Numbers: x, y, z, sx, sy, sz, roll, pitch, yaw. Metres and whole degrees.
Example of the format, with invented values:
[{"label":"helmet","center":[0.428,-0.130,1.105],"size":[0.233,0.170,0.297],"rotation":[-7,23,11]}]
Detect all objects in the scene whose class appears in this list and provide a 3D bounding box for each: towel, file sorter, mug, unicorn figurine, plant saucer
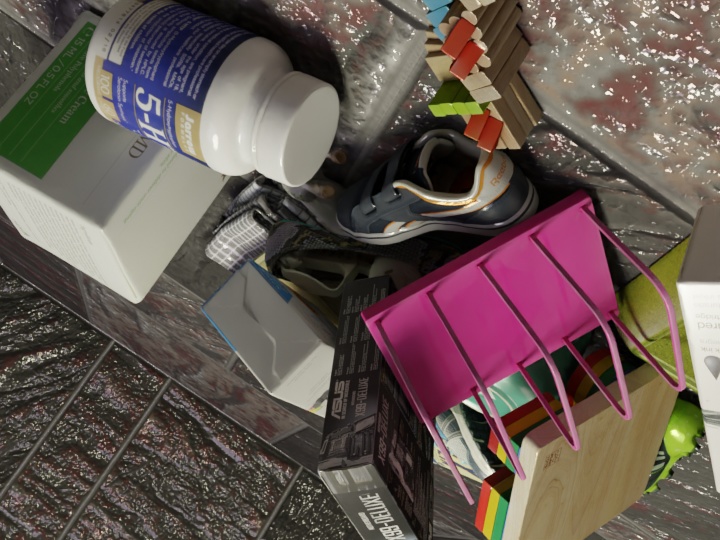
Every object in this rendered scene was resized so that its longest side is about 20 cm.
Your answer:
[{"label":"towel","center":[-0.082,-0.013,1.005],"size":[0.200,0.086,0.165],"rotation":[39,157,-15]},{"label":"file sorter","center":[0.130,0.066,0.643],"size":[0.140,0.199,0.126],"rotation":[62,180,-40]},{"label":"mug","center":[0.137,0.083,0.856],"size":[0.151,0.115,0.185],"rotation":[35,159,-5]},{"label":"unicorn figurine","center":[-0.024,-0.058,0.863],"size":[0.201,0.074,0.137],"rotation":[58,153,-15]},{"label":"plant saucer","center":[0.311,0.064,0.660],"size":[0.199,0.048,0.200],"rotation":[32,159,4]}]

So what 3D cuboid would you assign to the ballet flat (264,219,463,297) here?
[{"label":"ballet flat","center":[0.000,0.000,0.802],"size":[0.198,0.073,0.072],"rotation":[8,153,11]}]

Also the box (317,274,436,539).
[{"label":"box","center":[0.023,0.131,0.735],"size":[0.049,0.201,0.158],"rotation":[-11,133,18]}]

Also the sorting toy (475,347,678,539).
[{"label":"sorting toy","center":[0.201,0.175,0.794],"size":[0.070,0.197,0.202],"rotation":[40,141,41]}]

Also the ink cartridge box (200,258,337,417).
[{"label":"ink cartridge box","center":[-0.054,0.077,0.805],"size":[0.115,0.068,0.200],"rotation":[46,-179,27]}]

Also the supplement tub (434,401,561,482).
[{"label":"supplement tub","center":[0.178,0.187,0.984],"size":[0.199,0.146,0.145],"rotation":[15,153,39]}]

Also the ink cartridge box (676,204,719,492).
[{"label":"ink cartridge box","center":[0.296,0.060,0.529],"size":[0.144,0.085,0.201],"rotation":[1,130,35]}]

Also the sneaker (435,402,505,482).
[{"label":"sneaker","center":[0.107,0.167,0.918],"size":[0.201,0.077,0.087],"rotation":[57,131,35]}]

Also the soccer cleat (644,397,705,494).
[{"label":"soccer cleat","center":[0.316,0.184,0.906],"size":[0.081,0.068,0.201],"rotation":[36,155,21]}]

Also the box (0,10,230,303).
[{"label":"box","center":[-0.264,-0.113,0.886],"size":[0.170,0.200,0.200],"rotation":[29,159,7]}]

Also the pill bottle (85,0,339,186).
[{"label":"pill bottle","center":[-0.124,-0.151,0.717],"size":[0.199,0.120,0.120],"rotation":[25,158,19]}]

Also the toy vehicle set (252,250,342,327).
[{"label":"toy vehicle set","center":[-0.085,0.038,0.953],"size":[0.124,0.027,0.200],"rotation":[48,150,-7]}]

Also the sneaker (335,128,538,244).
[{"label":"sneaker","center":[0.047,-0.074,0.701],"size":[0.198,0.079,0.079],"rotation":[-2,146,39]}]

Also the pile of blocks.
[{"label":"pile of blocks","center":[0.065,-0.143,0.541],"size":[0.081,0.062,0.201],"rotation":[22,156,27]}]
